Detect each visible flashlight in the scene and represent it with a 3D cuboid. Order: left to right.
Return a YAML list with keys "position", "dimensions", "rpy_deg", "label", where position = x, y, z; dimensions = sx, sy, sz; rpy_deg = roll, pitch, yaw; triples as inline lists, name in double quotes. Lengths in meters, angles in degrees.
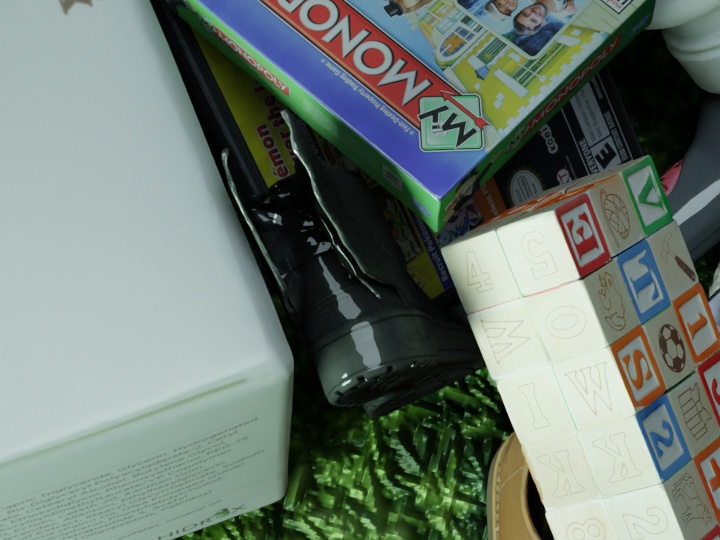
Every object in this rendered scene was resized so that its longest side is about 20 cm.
- position: [0.132, -0.027, 1.003]
  dimensions: [0.200, 0.068, 0.068]
  rpy_deg: [-38, 90, -1]
  label: "flashlight"

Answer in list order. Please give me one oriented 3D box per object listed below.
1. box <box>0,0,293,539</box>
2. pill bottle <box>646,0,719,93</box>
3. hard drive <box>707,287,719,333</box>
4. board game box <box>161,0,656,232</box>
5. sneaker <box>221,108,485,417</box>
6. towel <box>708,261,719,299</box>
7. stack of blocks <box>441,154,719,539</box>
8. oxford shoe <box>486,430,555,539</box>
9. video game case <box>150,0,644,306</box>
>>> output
- position: [-0.150, 0.014, 0.923]
  dimensions: [0.199, 0.172, 0.200]
  rpy_deg: [-19, 70, -11]
  label: "box"
- position: [0.124, -0.175, 0.946]
  dimensions: [0.200, 0.112, 0.112]
  rpy_deg: [48, 67, -25]
  label: "pill bottle"
- position: [0.244, 0.063, 0.976]
  dimensions: [0.135, 0.042, 0.200]
  rpy_deg: [-44, 84, 0]
  label: "hard drive"
- position: [0.003, -0.125, 0.911]
  dimensions: [0.200, 0.029, 0.135]
  rpy_deg: [40, 70, 17]
  label: "board game box"
- position: [-0.003, 0.001, 0.921]
  dimensions: [0.060, 0.200, 0.105]
  rpy_deg: [-26, 81, 9]
  label: "sneaker"
- position: [0.245, -0.036, 1.046]
  dimensions: [0.132, 0.035, 0.201]
  rpy_deg: [18, 67, 3]
  label: "towel"
- position: [0.119, 0.060, 0.916]
  dimensions: [0.115, 0.058, 0.201]
  rpy_deg: [-29, 98, -53]
  label: "stack of blocks"
- position: [0.087, 0.153, 0.939]
  dimensions: [0.071, 0.071, 0.201]
  rpy_deg: [-5, 70, -8]
  label: "oxford shoe"
- position: [0.020, -0.087, 0.995]
  dimensions: [0.180, 0.025, 0.201]
  rpy_deg: [-32, 112, -16]
  label: "video game case"
